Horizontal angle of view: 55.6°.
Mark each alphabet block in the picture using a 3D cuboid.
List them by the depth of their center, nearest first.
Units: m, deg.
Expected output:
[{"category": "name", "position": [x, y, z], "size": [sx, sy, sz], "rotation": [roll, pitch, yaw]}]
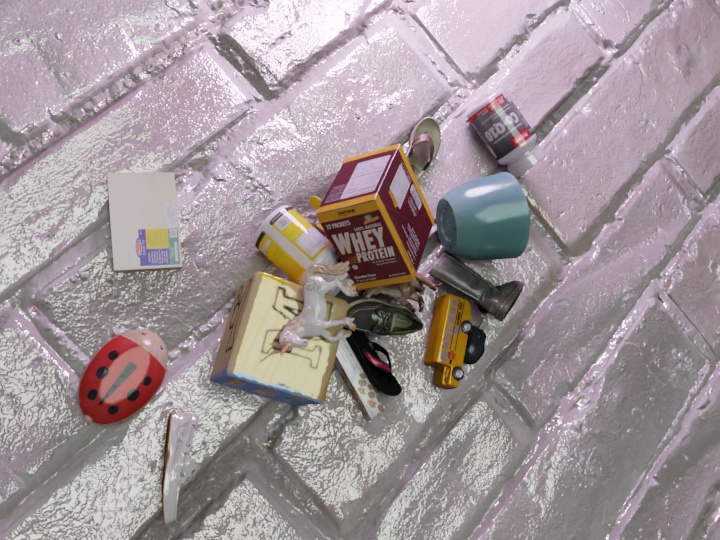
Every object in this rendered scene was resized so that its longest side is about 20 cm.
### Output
[{"category": "alphabet block", "position": [-0.160, 0.140, 1.329], "size": [0.195, 0.195, 0.201], "rotation": [20, 72, -19]}]

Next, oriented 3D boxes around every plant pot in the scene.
[{"category": "plant pot", "position": [0.268, -0.115, 1.565], "size": [0.160, 0.201, 0.202], "rotation": [-10, 82, -13]}]

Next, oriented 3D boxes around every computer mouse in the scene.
[{"category": "computer mouse", "position": [0.286, 0.129, 1.598], "size": [0.058, 0.034, 0.201], "rotation": [30, 68, -12]}]

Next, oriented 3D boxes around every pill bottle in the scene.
[{"category": "pill bottle", "position": [-0.115, -0.032, 1.406], "size": [0.200, 0.112, 0.112], "rotation": [42, 66, 8]}, {"category": "pill bottle", "position": [0.363, -0.337, 1.691], "size": [0.114, 0.114, 0.201], "rotation": [-38, 93, -25]}]

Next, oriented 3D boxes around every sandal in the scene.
[{"category": "sandal", "position": [0.029, 0.182, 1.459], "size": [0.201, 0.045, 0.075], "rotation": [55, 25, 0]}, {"category": "sandal", "position": [0.145, -0.277, 1.620], "size": [0.079, 0.057, 0.202], "rotation": [29, 69, -14]}]

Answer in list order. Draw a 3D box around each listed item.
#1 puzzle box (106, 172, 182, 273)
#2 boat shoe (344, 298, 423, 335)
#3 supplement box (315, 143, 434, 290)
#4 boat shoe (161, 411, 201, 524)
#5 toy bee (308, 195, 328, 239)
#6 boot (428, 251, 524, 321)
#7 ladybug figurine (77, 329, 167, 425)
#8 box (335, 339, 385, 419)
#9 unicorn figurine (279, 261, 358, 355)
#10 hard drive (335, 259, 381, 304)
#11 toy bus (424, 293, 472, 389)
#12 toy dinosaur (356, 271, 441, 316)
[{"category": "puzzle box", "position": [-0.431, -0.097, 1.363], "size": [0.132, 0.025, 0.202], "rotation": [-3, 79, -23]}, {"category": "boat shoe", "position": [0.052, 0.104, 1.462], "size": [0.200, 0.066, 0.072], "rotation": [6, 101, -38]}, {"category": "supplement box", "position": [0.037, -0.106, 1.376], "size": [0.198, 0.132, 0.201], "rotation": [61, 34, -30]}, {"category": "boat shoe", "position": [-0.332, 0.366, 1.272], "size": [0.069, 0.071, 0.202], "rotation": [7, 74, -18]}, {"category": "toy bee", "position": [-0.050, -0.143, 1.480], "size": [0.130, 0.109, 0.201], "rotation": [10, 68, 6]}, {"category": "boot", "position": [0.270, 0.024, 1.587], "size": [0.199, 0.073, 0.182], "rotation": [30, 26, 17]}, {"category": "ladybug figurine", "position": [-0.439, 0.197, 1.267], "size": [0.135, 0.072, 0.201], "rotation": [37, 67, -11]}, {"category": "box", "position": [-0.016, 0.222, 1.451], "size": [0.039, 0.041, 0.201], "rotation": [-29, 91, -25]}, {"category": "unicorn figurine", "position": [-0.076, 0.079, 1.241], "size": [0.136, 0.074, 0.201], "rotation": [7, 62, -11]}, {"category": "hard drive", "position": [0.000, 0.000, 1.506], "size": [0.135, 0.042, 0.200], "rotation": [41, 67, -9]}, {"category": "toy bus", "position": [0.197, 0.161, 1.537], "size": [0.078, 0.065, 0.201], "rotation": [19, 71, -17]}, {"category": "toy dinosaur", "position": [0.089, 0.023, 1.482], "size": [0.135, 0.086, 0.200], "rotation": [38, 23, 18]}]
